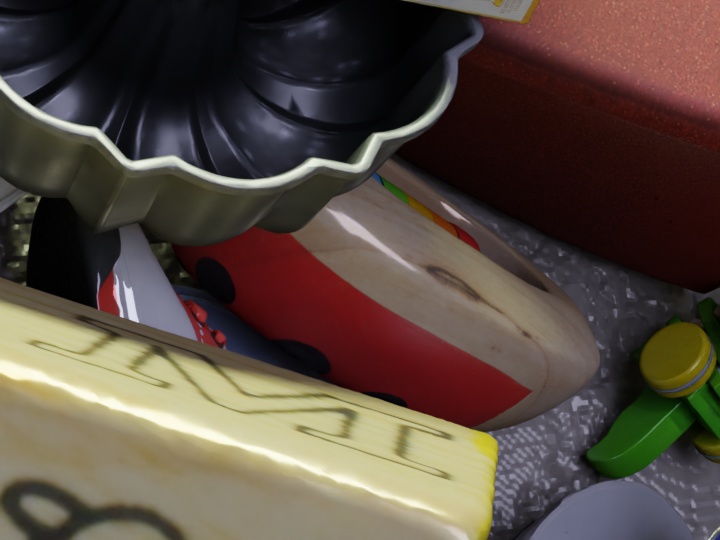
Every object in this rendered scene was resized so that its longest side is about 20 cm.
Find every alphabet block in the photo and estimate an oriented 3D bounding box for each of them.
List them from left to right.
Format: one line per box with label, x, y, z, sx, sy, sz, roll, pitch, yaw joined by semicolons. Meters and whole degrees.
alphabet block;-0.079;0.119;0.918;0.200;0.196;0.196;17;96;2

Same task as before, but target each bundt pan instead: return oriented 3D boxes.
bundt pan;-0.065;-0.092;0.999;0.201;0.076;0.202;10;56;-16

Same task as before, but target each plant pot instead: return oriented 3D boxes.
plant pot;0.093;-0.119;1.133;0.176;0.200;0.200;10;76;-12

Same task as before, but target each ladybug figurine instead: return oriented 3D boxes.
ladybug figurine;0.000;0.000;1.101;0.200;0.136;0.072;33;99;-27

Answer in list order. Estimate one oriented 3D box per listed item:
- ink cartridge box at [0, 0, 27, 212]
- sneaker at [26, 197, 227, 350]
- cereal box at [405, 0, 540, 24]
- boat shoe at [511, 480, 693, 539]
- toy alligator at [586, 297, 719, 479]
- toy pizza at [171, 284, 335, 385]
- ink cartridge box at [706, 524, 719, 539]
ink cartridge box;-0.211;-0.084;1.029;0.145;0.083;0.200;-35;98;-26
sneaker;-0.048;0.058;1.062;0.108;0.067;0.202;-12;90;-27
cereal box;-0.034;-0.164;0.986;0.200;0.040;0.144;10;56;-13
boat shoe;0.058;0.146;1.133;0.072;0.066;0.200;55;43;-5
toy alligator;0.173;0.017;1.182;0.200;0.054;0.059;-31;130;13
toy pizza;-0.077;0.105;1.093;0.200;0.032;0.201;5;79;-24
ink cartridge box;0.120;0.208;1.131;0.200;0.041;0.200;-44;123;-25
